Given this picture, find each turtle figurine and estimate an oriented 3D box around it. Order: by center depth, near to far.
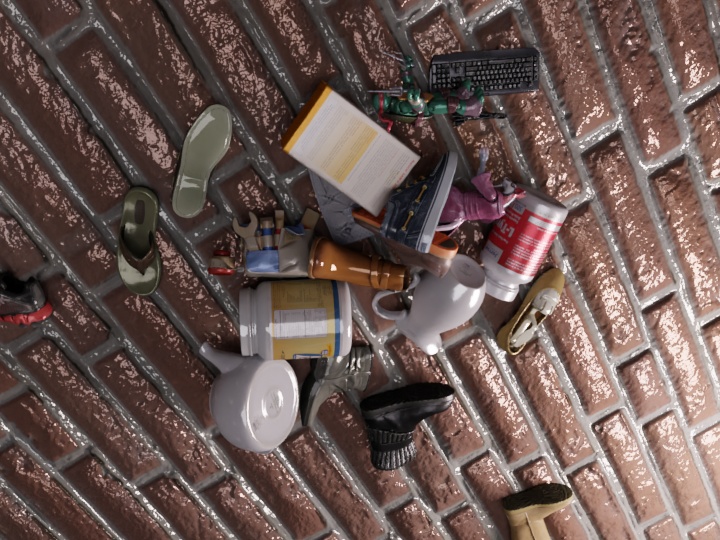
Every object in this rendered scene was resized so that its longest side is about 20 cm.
[{"bbox_3d":[0.093,-0.288,1.108,0.198,0.151,0.101,0,135,-15],"label":"turtle figurine"}]

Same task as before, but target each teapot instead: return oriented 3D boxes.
[{"bbox_3d":[-0.220,0.252,1.307,0.145,0.197,0.202,-1,76,31],"label":"teapot"}]

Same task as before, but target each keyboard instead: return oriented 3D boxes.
[{"bbox_3d":[0.217,-0.318,1.188,0.198,0.021,0.128,-6,114,-5],"label":"keyboard"}]

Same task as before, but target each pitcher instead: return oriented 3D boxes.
[{"bbox_3d":[0.128,0.051,1.274,0.170,0.122,0.200,25,133,-10],"label":"pitcher"}]

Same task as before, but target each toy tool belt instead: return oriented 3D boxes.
[{"bbox_3d":[-0.171,-0.053,1.208,0.198,0.125,0.124,1,83,-12],"label":"toy tool belt"}]

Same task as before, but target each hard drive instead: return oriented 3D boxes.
[{"bbox_3d":[-0.016,-0.153,1.212,0.134,0.042,0.202,-19,115,0],"label":"hard drive"}]

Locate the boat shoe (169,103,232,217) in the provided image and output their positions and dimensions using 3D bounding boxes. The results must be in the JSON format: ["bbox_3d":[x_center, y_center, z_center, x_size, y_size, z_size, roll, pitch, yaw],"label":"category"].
[{"bbox_3d":[-0.274,-0.192,1.146,0.071,0.061,0.203,16,111,-28],"label":"boat shoe"}]

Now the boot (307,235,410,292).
[{"bbox_3d":[0.000,0.000,1.175,0.154,0.200,0.078,15,84,18],"label":"boot"}]

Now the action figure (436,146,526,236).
[{"bbox_3d":[0.193,-0.117,1.198,0.198,0.150,0.134,-8,137,25],"label":"action figure"}]

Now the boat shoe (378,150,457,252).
[{"bbox_3d":[0.099,-0.129,1.129,0.090,0.202,0.071,18,152,7],"label":"boat shoe"}]

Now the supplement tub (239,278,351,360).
[{"bbox_3d":[-0.120,0.090,1.249,0.197,0.145,0.146,-2,114,-7],"label":"supplement tub"}]

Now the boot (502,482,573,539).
[{"bbox_3d":[0.434,0.607,1.610,0.173,0.066,0.202,-15,115,12],"label":"boot"}]

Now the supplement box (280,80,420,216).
[{"bbox_3d":[-0.017,-0.201,1.126,0.199,0.074,0.126,34,103,-21],"label":"supplement box"}]

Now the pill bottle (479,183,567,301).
[{"bbox_3d":[0.293,-0.050,1.267,0.111,0.112,0.202,18,109,-16],"label":"pill bottle"}]

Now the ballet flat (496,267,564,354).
[{"bbox_3d":[0.353,0.089,1.365,0.068,0.063,0.201,27,107,-19],"label":"ballet flat"}]

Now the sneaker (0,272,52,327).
[{"bbox_3d":[-0.653,0.052,1.192,0.198,0.071,0.099,-4,115,-9],"label":"sneaker"}]

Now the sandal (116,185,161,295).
[{"bbox_3d":[-0.394,-0.047,1.194,0.079,0.057,0.203,2,113,-9],"label":"sandal"}]

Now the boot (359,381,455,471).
[{"bbox_3d":[0.108,0.327,1.422,0.209,0.080,0.159,-12,109,9],"label":"boot"}]

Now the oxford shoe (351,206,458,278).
[{"bbox_3d":[0.067,-0.049,1.175,0.199,0.071,0.073,28,123,18],"label":"oxford shoe"}]

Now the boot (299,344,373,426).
[{"bbox_3d":[-0.046,0.237,1.372,0.129,0.068,0.202,9,114,-19],"label":"boot"}]
